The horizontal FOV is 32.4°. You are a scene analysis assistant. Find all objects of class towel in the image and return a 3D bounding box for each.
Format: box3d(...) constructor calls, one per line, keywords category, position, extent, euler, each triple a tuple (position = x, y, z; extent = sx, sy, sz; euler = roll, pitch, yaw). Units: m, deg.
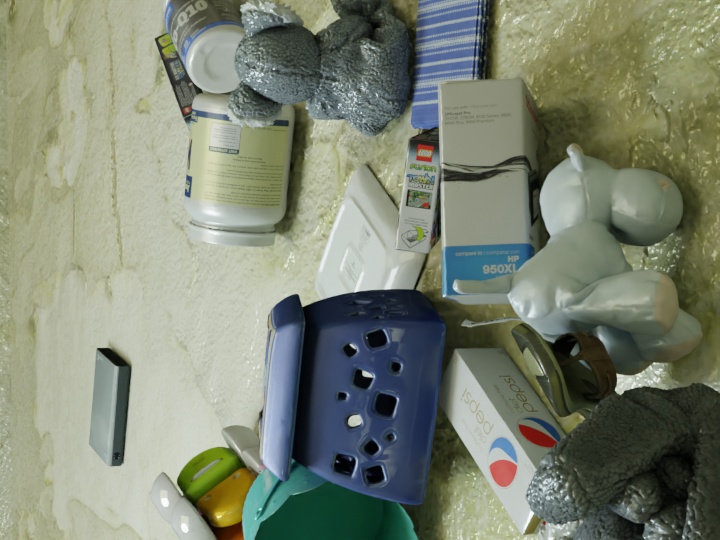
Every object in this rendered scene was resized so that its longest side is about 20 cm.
box3d(category="towel", position=(0.102, -0.258, 1.377), extent=(0.145, 0.024, 0.201), euler=(8, 94, 63))

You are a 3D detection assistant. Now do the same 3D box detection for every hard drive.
box3d(category="hard drive", position=(-0.491, 0.264, 2.423), extent=(0.139, 0.033, 0.201), euler=(23, 109, 60))

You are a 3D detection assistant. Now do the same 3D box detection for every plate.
box3d(category="plate", position=(0.000, 0.000, 1.537), extent=(0.200, 0.032, 0.201), euler=(58, 137, 46))

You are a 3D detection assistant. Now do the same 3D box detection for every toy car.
box3d(category="toy car", position=(-0.186, 0.331, 1.767), extent=(0.200, 0.175, 0.150), euler=(27, 149, 58))

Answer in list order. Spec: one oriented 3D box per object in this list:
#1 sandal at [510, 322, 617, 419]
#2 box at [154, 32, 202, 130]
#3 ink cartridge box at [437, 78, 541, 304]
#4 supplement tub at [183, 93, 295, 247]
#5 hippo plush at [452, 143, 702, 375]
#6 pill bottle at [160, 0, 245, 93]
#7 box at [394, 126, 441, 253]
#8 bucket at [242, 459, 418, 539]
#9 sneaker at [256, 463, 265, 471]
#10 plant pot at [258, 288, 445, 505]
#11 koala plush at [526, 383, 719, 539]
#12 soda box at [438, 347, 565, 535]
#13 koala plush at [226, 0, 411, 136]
box3d(category="sandal", position=(0.178, 0.078, 1.002), extent=(0.057, 0.201, 0.080), euler=(-37, 62, 16))
box3d(category="box", position=(-0.269, -0.275, 1.962), extent=(0.110, 0.035, 0.200), euler=(67, 179, -52))
box3d(category="ink cartridge box", position=(0.126, -0.071, 1.185), extent=(0.145, 0.084, 0.201), euler=(16, -108, -76))
box3d(category="supplement tub", position=(-0.171, -0.142, 1.737), extent=(0.145, 0.144, 0.201), euler=(22, 108, 60))
box3d(category="hippo plush", position=(0.198, -0.010, 1.070), extent=(0.159, 0.199, 0.161), euler=(69, -149, -61))
box3d(category="pill bottle", position=(-0.236, -0.371, 1.897), extent=(0.200, 0.113, 0.114), euler=(60, 139, 43))
box3d(category="box", position=(0.073, -0.087, 1.282), extent=(0.200, 0.035, 0.111), euler=(-44, -38, -75))
box3d(category="bucket", position=(-0.040, 0.306, 1.421), extent=(0.135, 0.206, 0.208), euler=(-133, 50, -69))
box3d(category="sneaker", position=(-0.103, 0.347, 1.659), extent=(0.070, 0.082, 0.201), euler=(-16, 75, 60))
box3d(category="plant pot", position=(-0.017, 0.126, 1.348), extent=(0.200, 0.179, 0.201), euler=(-120, 35, -80))
box3d(category="koala plush", position=(0.227, 0.207, 0.977), extent=(0.177, 0.184, 0.201), euler=(29, 132, 20))
box3d(category="soda box", position=(0.150, 0.164, 1.223), extent=(0.200, 0.063, 0.068), euler=(57, 137, 45))
box3d(category="koala plush", position=(-0.057, -0.243, 1.460), extent=(0.184, 0.199, 0.178), euler=(-124, 44, -55))
